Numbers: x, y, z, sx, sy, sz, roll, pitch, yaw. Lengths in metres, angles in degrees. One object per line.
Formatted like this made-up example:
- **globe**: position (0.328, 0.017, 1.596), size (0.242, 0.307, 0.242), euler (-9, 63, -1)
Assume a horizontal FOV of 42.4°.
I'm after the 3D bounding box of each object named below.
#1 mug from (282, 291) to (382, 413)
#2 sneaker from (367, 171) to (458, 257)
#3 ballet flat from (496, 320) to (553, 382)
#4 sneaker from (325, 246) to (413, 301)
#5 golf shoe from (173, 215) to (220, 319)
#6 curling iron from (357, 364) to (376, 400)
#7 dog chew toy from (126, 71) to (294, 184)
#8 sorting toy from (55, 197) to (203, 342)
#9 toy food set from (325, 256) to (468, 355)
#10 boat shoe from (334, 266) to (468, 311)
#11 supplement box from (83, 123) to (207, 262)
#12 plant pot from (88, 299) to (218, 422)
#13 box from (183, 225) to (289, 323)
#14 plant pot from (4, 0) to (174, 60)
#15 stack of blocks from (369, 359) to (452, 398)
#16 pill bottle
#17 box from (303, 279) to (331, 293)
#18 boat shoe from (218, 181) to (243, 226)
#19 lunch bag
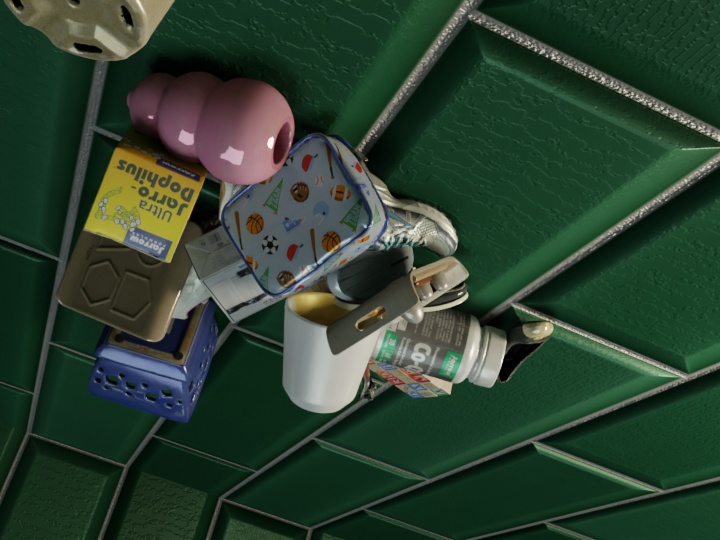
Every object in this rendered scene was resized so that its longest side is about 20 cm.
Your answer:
- **mug**: position (-0.045, 0.126, 1.429), size (0.149, 0.154, 0.186), euler (18, -161, 21)
- **sneaker**: position (0.036, -0.054, 1.230), size (0.200, 0.087, 0.078), euler (26, 152, -18)
- **ballet flat**: position (0.259, 0.125, 1.473), size (0.066, 0.057, 0.200), euler (3, 156, -9)
- **sneaker**: position (0.000, 0.000, 1.275), size (0.071, 0.073, 0.200), euler (-1, -173, 30)
- **golf shoe**: position (-0.244, -0.004, 1.414), size (0.200, 0.075, 0.091), euler (-41, 133, 11)
- **curling iron**: position (-0.003, 0.134, 1.502), size (0.025, 0.200, 0.050), euler (4, 128, -14)
- **dog chew toy**: position (-0.181, -0.177, 1.091), size (0.199, 0.125, 0.125), euler (19, 154, 12)
- **sorting toy**: position (-0.343, -0.006, 1.389), size (0.200, 0.186, 0.036), euler (18, 174, 24)
- **toy food set**: position (0.055, 0.051, 1.243), size (0.143, 0.061, 0.200), euler (-35, 172, 25)
- **boat shoe**: position (0.061, 0.021, 1.373), size (0.199, 0.072, 0.068), euler (2, 112, -1)
- **supplement box**: position (-0.258, -0.106, 1.155), size (0.109, 0.110, 0.200), euler (22, -164, -13)
- **plant pot**: position (-0.372, 0.132, 1.689), size (0.199, 0.200, 0.180), euler (17, 146, -3)
- **box**: position (-0.166, -0.002, 1.333), size (0.116, 0.060, 0.200), euler (-26, 160, -5)
- **plant pot**: position (-0.217, -0.294, 0.810), size (0.200, 0.184, 0.201), euler (12, 153, 6)
- **stack of blocks**: position (0.082, 0.153, 1.625), size (0.115, 0.059, 0.200), euler (-12, 142, 42)
- **pill bottle**: position (0.122, 0.112, 1.469), size (0.199, 0.113, 0.113), euler (16, 153, -1)
- **box**: position (-0.056, 0.015, 1.480), size (0.163, 0.021, 0.200), euler (23, 152, -15)
- **boat shoe**: position (-0.152, -0.112, 1.241), size (0.069, 0.071, 0.200), euler (5, 156, -8)
- **lunch bag**: position (-0.069, -0.073, 1.149), size (0.200, 0.161, 0.076), euler (-35, 170, 22)
